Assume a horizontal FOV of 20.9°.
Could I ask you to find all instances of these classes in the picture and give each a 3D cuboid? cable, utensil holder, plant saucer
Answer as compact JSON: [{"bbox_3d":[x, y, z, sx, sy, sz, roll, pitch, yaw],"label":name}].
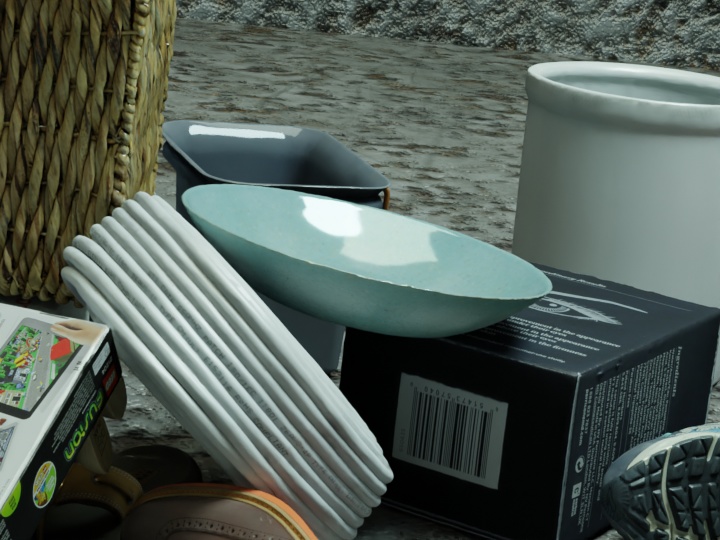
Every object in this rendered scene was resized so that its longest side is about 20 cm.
[{"bbox_3d":[-0.062,0.051,0.956,0.069,0.200,0.200,-41,24,-5],"label":"cable"},{"bbox_3d":[0.186,-0.033,1.355,0.169,0.201,0.170,6,15,-2],"label":"utensil holder"},{"bbox_3d":[0.000,0.000,1.025,0.200,0.039,0.201,13,11,-3],"label":"plant saucer"}]

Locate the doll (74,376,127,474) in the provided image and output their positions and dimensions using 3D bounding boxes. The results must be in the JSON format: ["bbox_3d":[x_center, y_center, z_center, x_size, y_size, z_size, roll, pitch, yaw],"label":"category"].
[{"bbox_3d":[-0.215,0.085,0.925,0.199,0.049,0.137,-13,33,12],"label":"doll"}]

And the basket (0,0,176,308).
[{"bbox_3d":[-0.188,-0.095,1.097,0.148,0.201,0.143,9,15,1],"label":"basket"}]

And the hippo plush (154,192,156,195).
[{"bbox_3d":[-0.209,-0.062,1.386,0.199,0.160,0.161,-9,-4,22],"label":"hippo plush"}]

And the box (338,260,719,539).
[{"bbox_3d":[0.098,0.071,1.108,0.148,0.105,0.200,15,16,31],"label":"box"}]

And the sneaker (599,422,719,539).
[{"bbox_3d":[0.185,0.120,1.050,0.200,0.078,0.086,3,3,-45],"label":"sneaker"}]

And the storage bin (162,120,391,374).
[{"bbox_3d":[-0.058,-0.016,1.319,0.145,0.135,0.200,1,16,-18],"label":"storage bin"}]

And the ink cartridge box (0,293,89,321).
[{"bbox_3d":[-0.265,0.037,1.129,0.199,0.084,0.145,7,15,1],"label":"ink cartridge box"}]

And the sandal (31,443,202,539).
[{"bbox_3d":[-0.134,0.111,0.953,0.081,0.055,0.200,12,16,21],"label":"sandal"}]

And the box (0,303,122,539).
[{"bbox_3d":[-0.192,0.095,0.830,0.110,0.035,0.200,11,48,18],"label":"box"}]

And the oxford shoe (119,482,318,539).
[{"bbox_3d":[-0.049,0.145,0.834,0.072,0.071,0.200,-14,24,-41],"label":"oxford shoe"}]
